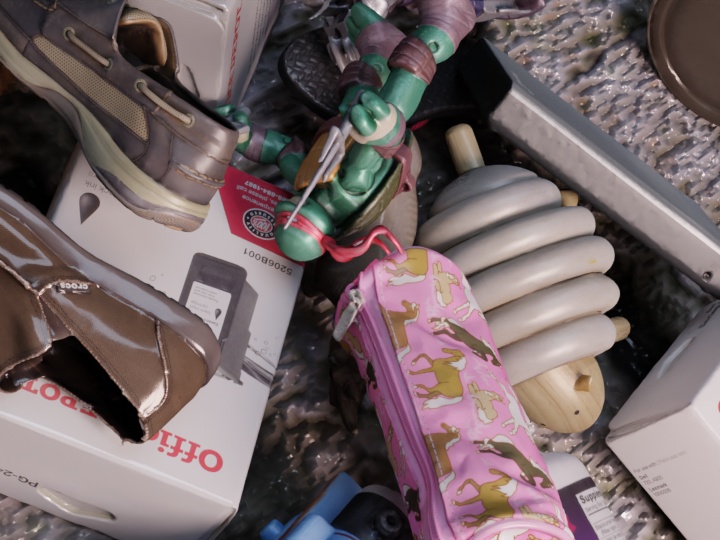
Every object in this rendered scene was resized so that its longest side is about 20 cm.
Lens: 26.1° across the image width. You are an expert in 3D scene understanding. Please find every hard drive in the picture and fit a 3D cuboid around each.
[{"bbox_3d":[0.155,-0.069,1.020,0.199,0.033,0.140,35,15,-15],"label":"hard drive"}]

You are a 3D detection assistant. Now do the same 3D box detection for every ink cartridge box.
[{"bbox_3d":[-0.092,-0.186,0.942,0.083,0.145,0.201,18,55,2],"label":"ink cartridge box"},{"bbox_3d":[0.272,0.126,0.977,0.200,0.084,0.145,50,53,-5],"label":"ink cartridge box"},{"bbox_3d":[-0.119,0.034,0.852,0.144,0.083,0.201,23,55,-14],"label":"ink cartridge box"}]

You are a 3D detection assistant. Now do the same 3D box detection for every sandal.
[{"bbox_3d":[0.020,-0.121,1.041,0.199,0.045,0.076,-7,72,-46],"label":"sandal"}]

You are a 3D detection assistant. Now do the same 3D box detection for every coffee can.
[{"bbox_3d":[0.323,-0.220,1.178,0.146,0.146,0.200,41,53,-1],"label":"coffee can"}]

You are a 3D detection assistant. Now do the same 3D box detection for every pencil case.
[{"bbox_3d":[0.044,0.082,0.791,0.086,0.083,0.201,-8,47,-13],"label":"pencil case"}]

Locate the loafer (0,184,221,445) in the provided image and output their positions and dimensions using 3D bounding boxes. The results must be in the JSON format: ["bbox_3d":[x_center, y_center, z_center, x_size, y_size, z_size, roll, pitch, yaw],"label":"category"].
[{"bbox_3d":[-0.163,0.017,0.742,0.199,0.073,0.071,28,54,-8],"label":"loafer"}]

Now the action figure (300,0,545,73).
[{"bbox_3d":[0.037,-0.189,0.993,0.199,0.069,0.131,-16,108,-39],"label":"action figure"}]

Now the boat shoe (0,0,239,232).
[{"bbox_3d":[-0.128,-0.107,0.814,0.200,0.073,0.074,48,14,22],"label":"boat shoe"}]

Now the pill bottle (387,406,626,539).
[{"bbox_3d":[0.097,0.172,0.869,0.111,0.111,0.201,-20,73,-33],"label":"pill bottle"}]

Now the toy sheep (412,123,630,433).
[{"bbox_3d":[0.095,0.005,0.952,0.137,0.138,0.201,-18,78,-33],"label":"toy sheep"}]

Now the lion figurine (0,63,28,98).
[{"bbox_3d":[-0.231,-0.073,0.860,0.072,0.123,0.201,12,73,8],"label":"lion figurine"}]

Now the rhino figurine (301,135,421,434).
[{"bbox_3d":[0.000,0.000,0.928,0.059,0.087,0.201,11,68,-17],"label":"rhino figurine"}]

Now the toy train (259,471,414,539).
[{"bbox_3d":[-0.038,0.185,0.791,0.087,0.114,0.200,45,53,2],"label":"toy train"}]

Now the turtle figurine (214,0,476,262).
[{"bbox_3d":[-0.014,-0.075,0.857,0.101,0.149,0.201,55,51,-33],"label":"turtle figurine"}]
